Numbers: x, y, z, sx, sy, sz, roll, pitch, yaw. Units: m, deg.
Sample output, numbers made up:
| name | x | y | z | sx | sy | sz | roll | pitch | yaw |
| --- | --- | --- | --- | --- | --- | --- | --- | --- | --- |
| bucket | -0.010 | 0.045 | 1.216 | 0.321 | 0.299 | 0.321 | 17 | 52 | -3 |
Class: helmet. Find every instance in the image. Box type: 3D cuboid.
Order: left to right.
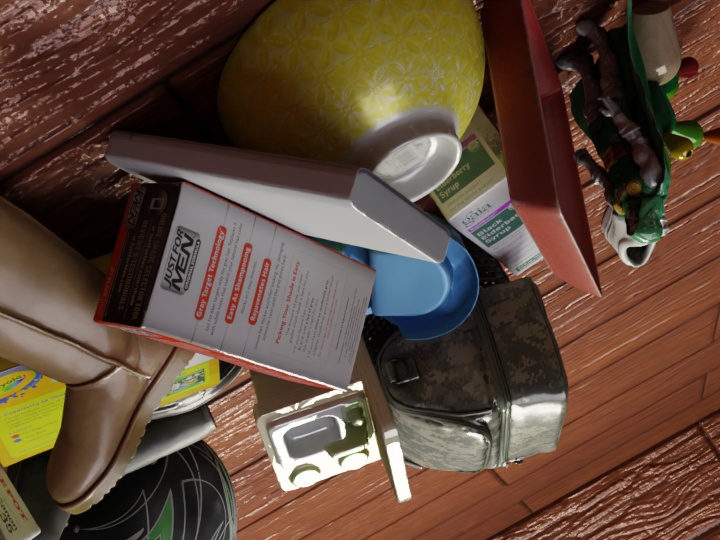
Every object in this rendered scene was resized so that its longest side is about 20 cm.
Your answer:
| name | x | y | z | sx | sy | sz | roll | pitch | yaw |
| --- | --- | --- | --- | --- | --- | --- | --- | --- | --- |
| helmet | -0.224 | 0.268 | 1.069 | 0.190 | 0.201 | 0.200 | -21 | 155 | 2 |

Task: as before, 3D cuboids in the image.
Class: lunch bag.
| name | x | y | z | sx | sy | sz | roll | pitch | yaw |
| --- | --- | --- | --- | --- | --- | --- | --- | --- | --- |
| lunch bag | 0.099 | 0.114 | 0.970 | 0.167 | 0.140 | 0.200 | -12 | 154 | -1 |

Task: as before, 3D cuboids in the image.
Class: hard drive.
| name | x | y | z | sx | sy | sz | roll | pitch | yaw |
| --- | --- | --- | --- | --- | --- | --- | --- | --- | --- |
| hard drive | -0.055 | -0.050 | 0.675 | 0.132 | 0.199 | 0.027 | 29 | 77 | -57 |

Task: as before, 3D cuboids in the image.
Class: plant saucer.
| name | x | y | z | sx | sy | sz | roll | pitch | yaw |
| --- | --- | --- | --- | --- | --- | --- | --- | --- | --- |
| plant saucer | 0.136 | -0.096 | 0.766 | 0.037 | 0.201 | 0.200 | -13 | 157 | 17 |

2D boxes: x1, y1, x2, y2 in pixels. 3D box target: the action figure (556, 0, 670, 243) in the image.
| name | x | y | z | sx | sy | sz | roll | pitch | yaw |
| --- | --- | --- | --- | --- | --- | --- | --- | --- | --- |
| action figure | 0.202 | -0.106 | 0.791 | 0.054 | 0.201 | 0.118 | 0 | 146 | -12 |

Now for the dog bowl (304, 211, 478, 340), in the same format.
| name | x | y | z | sx | sy | sz | roll | pitch | yaw |
| --- | --- | --- | --- | --- | --- | --- | --- | --- | --- |
| dog bowl | 0.000 | 0.000 | 0.861 | 0.199 | 0.050 | 0.112 | -1 | 123 | 4 |

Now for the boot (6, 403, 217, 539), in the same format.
| name | x | y | z | sx | sy | sz | roll | pitch | yaw |
| --- | --- | --- | --- | --- | --- | --- | --- | --- | --- |
| boot | -0.231 | 0.184 | 0.957 | 0.199 | 0.182 | 0.073 | -16 | 121 | -9 |

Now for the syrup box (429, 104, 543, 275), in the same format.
| name | x | y | z | sx | sy | sz | roll | pitch | yaw |
| --- | --- | --- | --- | --- | --- | --- | --- | --- | --- |
| syrup box | 0.125 | -0.069 | 0.923 | 0.079 | 0.082 | 0.200 | -37 | 154 | 13 |

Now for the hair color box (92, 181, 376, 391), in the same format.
| name | x | y | z | sx | sy | sz | roll | pitch | yaw |
| --- | --- | --- | --- | --- | --- | --- | --- | --- | --- |
| hair color box | -0.082 | 0.016 | 0.725 | 0.061 | 0.102 | 0.200 | 5 | 166 | 42 |

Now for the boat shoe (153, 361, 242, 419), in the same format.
| name | x | y | z | sx | sy | sz | roll | pitch | yaw |
| --- | --- | --- | --- | --- | --- | --- | --- | --- | --- |
| boat shoe | -0.199 | 0.106 | 0.931 | 0.199 | 0.067 | 0.057 | -20 | 168 | -12 |

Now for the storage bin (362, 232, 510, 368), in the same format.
| name | x | y | z | sx | sy | sz | roll | pitch | yaw |
| --- | --- | --- | --- | --- | --- | --- | --- | --- | --- |
| storage bin | 0.056 | 0.054 | 1.068 | 0.135 | 0.094 | 0.200 | -4 | 146 | -41 |

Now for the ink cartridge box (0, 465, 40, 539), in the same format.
| name | x | y | z | sx | sy | sz | roll | pitch | yaw |
| --- | --- | --- | --- | --- | --- | --- | --- | --- | --- |
| ink cartridge box | -0.341 | 0.178 | 0.762 | 0.083 | 0.147 | 0.200 | -33 | 178 | -1 |

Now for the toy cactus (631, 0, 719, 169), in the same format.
| name | x | y | z | sx | sy | sz | roll | pitch | yaw |
| --- | --- | --- | --- | --- | --- | --- | --- | --- | --- |
| toy cactus | 0.261 | -0.146 | 0.866 | 0.200 | 0.102 | 0.166 | -51 | 138 | -42 |

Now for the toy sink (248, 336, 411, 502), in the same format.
| name | x | y | z | sx | sy | sz | roll | pitch | yaw |
| --- | --- | --- | --- | --- | --- | --- | --- | --- | --- |
| toy sink | -0.041 | 0.117 | 0.920 | 0.112 | 0.200 | 0.131 | -19 | 139 | -5 |

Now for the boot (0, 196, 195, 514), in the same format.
| name | x | y | z | sx | sy | sz | roll | pitch | yaw |
| --- | --- | --- | --- | --- | --- | --- | --- | --- | --- |
| boot | -0.232 | 0.058 | 0.693 | 0.200 | 0.066 | 0.176 | 34 | 84 | -37 |

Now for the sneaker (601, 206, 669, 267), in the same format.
| name | x | y | z | sx | sy | sz | roll | pitch | yaw |
| --- | --- | --- | --- | --- | --- | --- | --- | --- | --- |
| sneaker | 0.319 | -0.069 | 1.129 | 0.073 | 0.071 | 0.200 | -27 | 155 | -3 |

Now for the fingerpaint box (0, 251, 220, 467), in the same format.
| name | x | y | z | sx | sy | sz | roll | pitch | yaw |
| --- | --- | --- | --- | --- | --- | --- | --- | --- | --- |
| fingerpaint box | -0.222 | 0.065 | 0.828 | 0.199 | 0.074 | 0.167 | -21 | 154 | -17 |

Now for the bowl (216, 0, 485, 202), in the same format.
| name | x | y | z | sx | sy | sz | roll | pitch | yaw |
| --- | --- | --- | --- | --- | --- | --- | --- | --- | --- |
| bowl | 0.011 | -0.108 | 0.705 | 0.199 | 0.108 | 0.200 | -23 | 155 | -11 |
